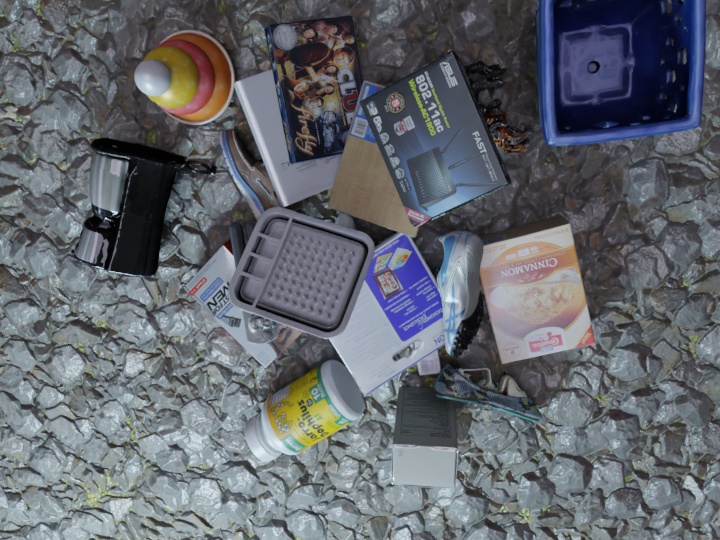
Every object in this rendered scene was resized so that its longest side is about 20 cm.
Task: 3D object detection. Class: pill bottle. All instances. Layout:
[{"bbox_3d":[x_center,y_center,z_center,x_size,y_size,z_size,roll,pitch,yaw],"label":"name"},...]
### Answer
[{"bbox_3d":[-0.103,0.252,1.103,0.199,0.113,0.113,-33,99,14],"label":"pill bottle"}]

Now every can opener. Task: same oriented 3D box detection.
[{"bbox_3d":[-0.174,0.021,1.024,0.053,0.067,0.202,-10,88,-5],"label":"can opener"}]

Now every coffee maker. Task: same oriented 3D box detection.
[{"bbox_3d":[-0.361,-0.096,1.034,0.190,0.135,0.202,17,107,2],"label":"coffee maker"}]

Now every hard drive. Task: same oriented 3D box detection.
[{"bbox_3d":[-0.102,-0.219,0.993,0.131,0.026,0.202,-24,102,-18],"label":"hard drive"}]

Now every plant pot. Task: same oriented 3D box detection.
[{"bbox_3d":[0.338,-0.288,0.865,0.198,0.180,0.202,-5,105,9],"label":"plant pot"}]

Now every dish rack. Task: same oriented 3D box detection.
[{"bbox_3d":[-0.086,0.005,0.957,0.198,0.044,0.173,17,75,17],"label":"dish rack"}]

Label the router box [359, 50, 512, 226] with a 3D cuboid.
[{"bbox_3d":[0.107,-0.182,0.891,0.149,0.062,0.202,-24,91,21],"label":"router box"}]

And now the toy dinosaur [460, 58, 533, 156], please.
[{"bbox_3d":[0.167,-0.238,0.952,0.198,0.103,0.137,6,124,-16],"label":"toy dinosaur"}]

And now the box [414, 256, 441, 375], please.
[{"bbox_3d":[0.105,0.078,1.067,0.041,0.039,0.202,-9,104,7],"label":"box"}]

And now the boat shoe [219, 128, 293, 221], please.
[{"bbox_3d":[-0.160,-0.148,1.032,0.072,0.072,0.201,-24,111,8],"label":"boat shoe"}]

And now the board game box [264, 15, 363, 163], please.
[{"bbox_3d":[-0.061,-0.277,0.964,0.134,0.035,0.202,-15,103,-19],"label":"board game box"}]

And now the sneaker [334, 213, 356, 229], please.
[{"bbox_3d":[0.000,0.000,1.053,0.087,0.075,0.202,-7,107,-7],"label":"sneaker"}]

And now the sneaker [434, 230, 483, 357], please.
[{"bbox_3d":[0.150,0.036,0.977,0.072,0.071,0.202,16,111,42],"label":"sneaker"}]

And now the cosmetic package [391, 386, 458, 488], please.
[{"bbox_3d":[0.106,0.269,1.034,0.104,0.200,0.072,3,106,7],"label":"cosmetic package"}]

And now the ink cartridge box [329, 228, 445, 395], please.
[{"bbox_3d":[0.036,0.066,1.009,0.197,0.043,0.201,-31,102,-1],"label":"ink cartridge box"}]

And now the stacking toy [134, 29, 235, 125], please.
[{"bbox_3d":[-0.283,-0.291,0.936,0.144,0.200,0.148,2,105,7],"label":"stacking toy"}]

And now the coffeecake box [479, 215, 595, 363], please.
[{"bbox_3d":[0.277,0.032,1.014,0.152,0.073,0.202,-14,103,11],"label":"coffeecake box"}]

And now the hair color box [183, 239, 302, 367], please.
[{"bbox_3d":[-0.194,0.056,1.089,0.200,0.064,0.111,45,105,-7],"label":"hair color box"}]

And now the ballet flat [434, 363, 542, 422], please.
[{"bbox_3d":[0.225,0.204,1.066,0.198,0.074,0.075,16,107,-11],"label":"ballet flat"}]

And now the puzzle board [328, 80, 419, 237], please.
[{"bbox_3d":[0.046,-0.170,0.957,0.149,0.017,0.202,20,103,13],"label":"puzzle board"}]
